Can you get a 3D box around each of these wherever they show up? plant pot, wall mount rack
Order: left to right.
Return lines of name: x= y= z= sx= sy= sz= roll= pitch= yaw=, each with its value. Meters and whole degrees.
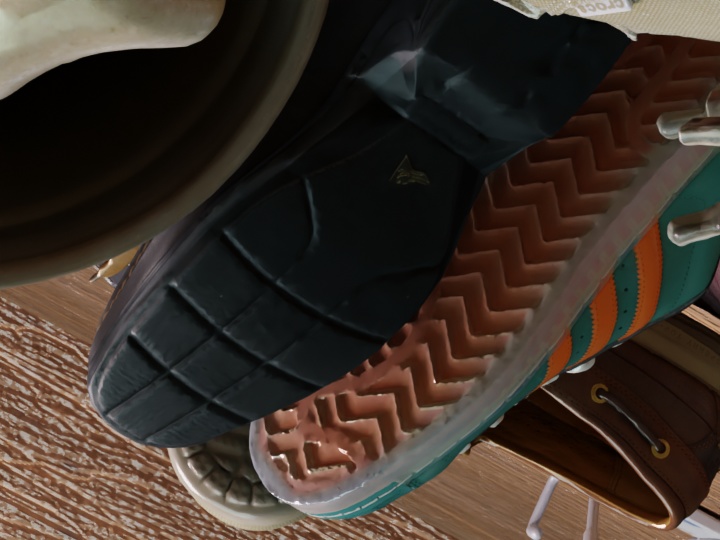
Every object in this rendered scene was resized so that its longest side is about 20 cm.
plant pot: x=-0.118 y=-0.111 z=0.715 sx=0.200 sy=0.200 sz=0.174 roll=29 pitch=-173 yaw=-17
wall mount rack: x=0.197 y=0.185 z=1.768 sx=0.200 sy=0.075 sz=0.174 roll=27 pitch=171 yaw=-8

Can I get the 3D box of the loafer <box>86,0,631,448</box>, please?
loafer: x=-0.005 y=-0.035 z=0.719 sx=0.073 sy=0.200 sz=0.072 roll=40 pitch=-170 yaw=-36

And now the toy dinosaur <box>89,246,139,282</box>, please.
toy dinosaur: x=-0.063 y=-0.060 z=0.788 sx=0.199 sy=0.106 sz=0.060 roll=-10 pitch=141 yaw=7

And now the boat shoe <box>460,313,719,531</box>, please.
boat shoe: x=0.038 y=0.027 z=0.897 sx=0.200 sy=0.068 sz=0.072 roll=24 pitch=152 yaw=-2

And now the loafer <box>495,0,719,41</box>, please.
loafer: x=0.054 y=-0.091 z=0.608 sx=0.200 sy=0.076 sz=0.068 roll=22 pitch=166 yaw=18

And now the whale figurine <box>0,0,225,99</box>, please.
whale figurine: x=-0.097 y=-0.134 z=0.583 sx=0.159 sy=0.104 sz=0.200 roll=-16 pitch=131 yaw=13

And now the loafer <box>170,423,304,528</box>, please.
loafer: x=0.000 y=0.000 z=0.832 sx=0.076 sy=0.200 sz=0.068 roll=35 pitch=156 yaw=4

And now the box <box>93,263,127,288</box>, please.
box: x=-0.056 y=-0.055 z=0.947 sx=0.200 sy=0.050 sz=0.199 roll=-5 pitch=141 yaw=42

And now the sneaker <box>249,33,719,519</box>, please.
sneaker: x=0.057 y=0.004 z=0.754 sx=0.071 sy=0.200 sz=0.080 roll=46 pitch=-178 yaw=38

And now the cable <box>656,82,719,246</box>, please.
cable: x=0.164 y=-0.049 z=0.646 sx=0.199 sy=0.097 sz=0.050 roll=2 pitch=-165 yaw=24

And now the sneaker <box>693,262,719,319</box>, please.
sneaker: x=0.115 y=-0.017 z=0.869 sx=0.115 sy=0.076 sz=0.200 roll=27 pitch=172 yaw=14
